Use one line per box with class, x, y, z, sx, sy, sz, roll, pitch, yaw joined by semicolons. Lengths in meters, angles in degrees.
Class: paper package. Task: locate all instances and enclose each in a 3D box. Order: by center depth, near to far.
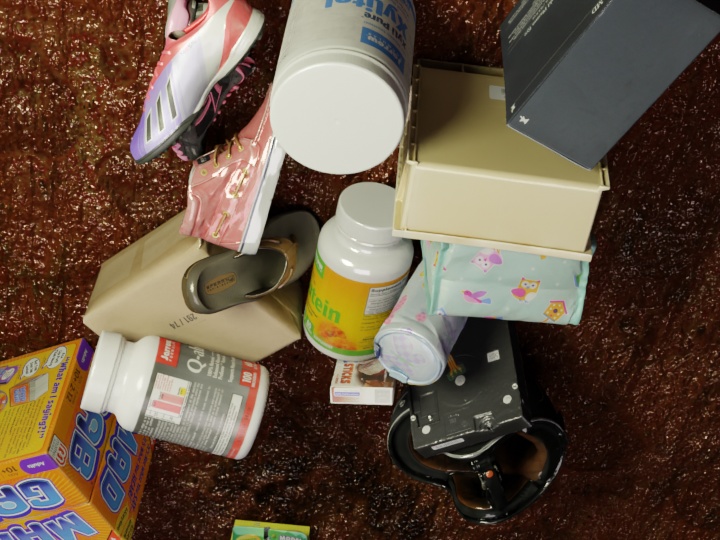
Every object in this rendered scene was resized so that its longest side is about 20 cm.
paper package;-0.197;0.038;1.553;0.200;0.103;0.191;-29;123;26

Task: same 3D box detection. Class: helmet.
helmet;0.140;0.199;1.608;0.200;0.191;0.200;-17;125;-25

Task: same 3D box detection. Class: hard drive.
hard drive;0.121;0.110;1.525;0.140;0.200;0.038;-21;144;20

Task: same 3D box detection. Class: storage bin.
storage bin;0.141;-0.121;1.320;0.200;0.199;0.094;7;132;-1

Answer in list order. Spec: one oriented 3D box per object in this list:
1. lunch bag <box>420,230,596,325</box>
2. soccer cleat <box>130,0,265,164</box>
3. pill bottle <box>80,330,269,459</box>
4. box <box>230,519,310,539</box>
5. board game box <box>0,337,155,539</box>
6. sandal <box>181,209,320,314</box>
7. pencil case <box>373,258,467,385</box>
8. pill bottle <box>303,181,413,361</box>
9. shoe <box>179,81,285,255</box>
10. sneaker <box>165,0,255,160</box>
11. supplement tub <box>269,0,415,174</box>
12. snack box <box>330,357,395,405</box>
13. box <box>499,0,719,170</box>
lunch bag;0.152;-0.035;1.401;0.170;0.200;0.122;5;118;-3
soccer cleat;-0.179;-0.195;1.289;0.073;0.068;0.200;35;108;-22
pill bottle;-0.216;0.141;1.501;0.200;0.116;0.116;17;131;-12
box;-0.137;0.440;1.939;0.117;0.048;0.200;6;134;0
board game box;-0.416;0.246;1.689;0.200;0.200;0.200;-16;128;19
sandal;-0.113;-0.009;1.452;0.055;0.200;0.082;-4;106;48
pencil case;0.088;0.039;1.461;0.083;0.200;0.091;16;138;17
pill bottle;0.000;0.000;1.496;0.111;0.111;0.200;9;131;-3
shoe;-0.132;-0.120;1.388;0.091;0.071;0.200;14;102;-10
sneaker;-0.159;-0.199;1.368;0.095;0.079;0.200;-1;133;-9
supplement tub;-0.014;-0.202;1.260;0.132;0.200;0.132;2;131;2
snack box;0.008;0.116;1.545;0.072;0.200;0.024;0;105;4
box;0.231;-0.233;1.225;0.104;0.182;0.200;26;129;-17
